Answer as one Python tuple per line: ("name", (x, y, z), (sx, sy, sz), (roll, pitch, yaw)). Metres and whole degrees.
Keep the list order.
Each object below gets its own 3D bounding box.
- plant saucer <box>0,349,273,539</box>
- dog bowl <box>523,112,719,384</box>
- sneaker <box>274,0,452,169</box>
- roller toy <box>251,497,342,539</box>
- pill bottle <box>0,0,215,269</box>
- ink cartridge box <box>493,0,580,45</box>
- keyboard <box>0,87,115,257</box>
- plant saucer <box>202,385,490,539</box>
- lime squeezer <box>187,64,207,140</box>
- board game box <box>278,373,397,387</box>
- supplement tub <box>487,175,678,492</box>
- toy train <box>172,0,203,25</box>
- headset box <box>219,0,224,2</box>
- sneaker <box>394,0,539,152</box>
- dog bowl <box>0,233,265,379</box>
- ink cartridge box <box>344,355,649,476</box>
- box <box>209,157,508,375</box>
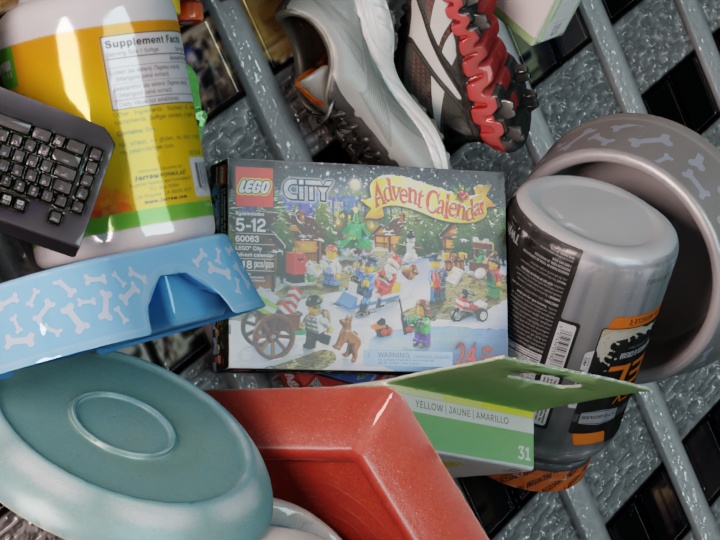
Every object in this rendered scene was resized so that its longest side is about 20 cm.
("plant saucer", (-0.139, 0.097, 1.366), (0.200, 0.200, 0.027), (-6, 128, -47))
("dog bowl", (0.191, -0.009, 1.710), (0.059, 0.200, 0.201), (-29, 104, -53))
("sneaker", (-0.002, -0.108, 1.632), (0.079, 0.074, 0.201), (-28, 97, -35))
("roller toy", (-0.068, 0.235, 1.407), (0.182, 0.140, 0.201), (-20, 114, -13))
("pill bottle", (-0.158, -0.108, 1.427), (0.111, 0.111, 0.201), (-11, 90, -47))
("ink cartridge box", (0.118, -0.278, 1.657), (0.146, 0.200, 0.048), (43, 40, 21))
("keyboard", (-0.247, -0.053, 1.314), (0.199, 0.021, 0.127), (19, 80, -8))
("plant saucer", (-0.006, 0.161, 1.477), (0.037, 0.200, 0.200), (-45, 115, -33))
("lime squeezer", (-0.127, -0.090, 1.511), (0.071, 0.038, 0.201), (-17, 96, -47))
("board game box", (0.023, 0.047, 1.659), (0.200, 0.019, 0.103), (-50, 119, -40))
("supplement tub", (0.137, 0.046, 1.653), (0.122, 0.122, 0.200), (-19, 134, -47))
("toy train", (-0.138, -0.252, 1.517), (0.200, 0.056, 0.150), (48, 52, -30))
("headset box", (-0.055, -0.264, 1.549), (0.200, 0.075, 0.149), (-36, 110, -66))
("sneaker", (0.055, -0.170, 1.665), (0.071, 0.098, 0.201), (-61, 140, -49))
("dog bowl", (-0.141, 0.019, 1.351), (0.200, 0.111, 0.050), (-14, 88, -54))
("ink cartridge box", (0.064, 0.097, 1.522), (0.145, 0.200, 0.048), (13, 74, -43))
("box", (0.000, 0.000, 1.569), (0.199, 0.038, 0.137), (2, 84, -22))
